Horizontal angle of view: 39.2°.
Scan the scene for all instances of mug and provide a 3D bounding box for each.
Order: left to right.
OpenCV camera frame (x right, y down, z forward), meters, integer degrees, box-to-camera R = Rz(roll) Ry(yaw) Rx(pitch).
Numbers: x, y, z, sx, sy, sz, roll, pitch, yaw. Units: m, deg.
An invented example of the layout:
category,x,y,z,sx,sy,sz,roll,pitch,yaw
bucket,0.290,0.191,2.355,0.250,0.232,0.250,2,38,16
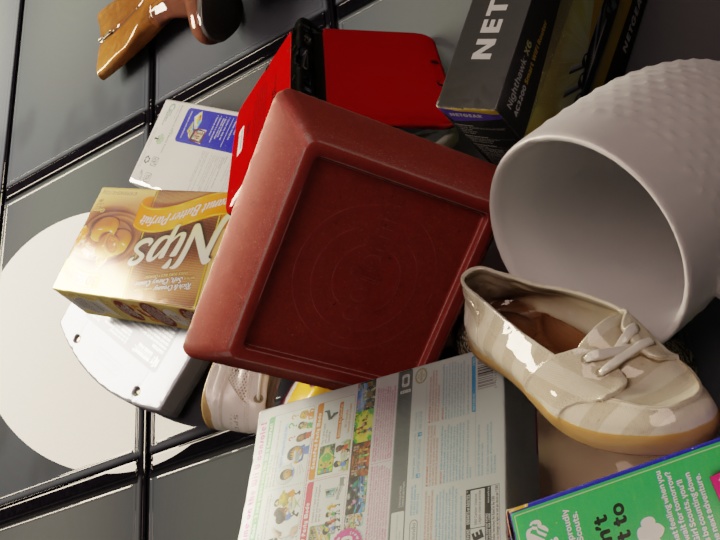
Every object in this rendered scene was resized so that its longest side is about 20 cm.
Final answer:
category,x,y,z,sx,sy,sz,roll,pitch,yaw
mug,0.210,-0.043,0.631,0.175,0.149,0.199,-34,51,-31

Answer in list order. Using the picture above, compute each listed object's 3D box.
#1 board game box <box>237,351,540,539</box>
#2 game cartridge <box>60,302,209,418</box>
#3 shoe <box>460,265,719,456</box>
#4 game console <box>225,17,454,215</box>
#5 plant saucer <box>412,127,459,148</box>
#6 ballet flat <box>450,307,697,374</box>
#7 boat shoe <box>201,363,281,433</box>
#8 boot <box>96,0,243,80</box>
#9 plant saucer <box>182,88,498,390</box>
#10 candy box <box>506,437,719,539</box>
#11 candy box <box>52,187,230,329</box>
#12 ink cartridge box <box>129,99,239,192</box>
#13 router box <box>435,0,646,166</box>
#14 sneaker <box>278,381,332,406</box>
category,x,y,z,sx,sy,sz,roll,pitch,yaw
board game box,0.017,0.148,0.672,0.198,0.064,0.149,-17,43,25
game cartridge,-0.212,0.054,0.980,0.199,0.040,0.134,30,84,41
shoe,0.120,0.047,0.583,0.069,0.054,0.199,-28,28,-21
game console,-0.022,-0.128,0.864,0.173,0.118,0.201,-51,22,24
plant saucer,-0.005,-0.057,0.822,0.198,0.200,0.051,-18,103,28
ballet flat,0.134,0.045,0.705,0.198,0.075,0.069,14,78,40
boat shoe,-0.070,0.047,0.865,0.068,0.071,0.202,10,66,15
boot,-0.230,-0.279,1.131,0.198,0.068,0.190,-29,55,23
plant saucer,0.000,0.000,0.711,0.202,0.198,0.037,-67,26,14
candy box,0.205,0.155,0.539,0.198,0.169,0.078,-27,49,22
candy box,-0.182,-0.013,0.932,0.198,0.055,0.117,6,65,35
ink cartridge box,-0.142,-0.109,1.005,0.198,0.039,0.101,17,79,41
router box,0.142,-0.170,0.748,0.052,0.157,0.203,10,75,38
sneaker,-0.012,0.046,0.791,0.200,0.090,0.075,-47,33,3
